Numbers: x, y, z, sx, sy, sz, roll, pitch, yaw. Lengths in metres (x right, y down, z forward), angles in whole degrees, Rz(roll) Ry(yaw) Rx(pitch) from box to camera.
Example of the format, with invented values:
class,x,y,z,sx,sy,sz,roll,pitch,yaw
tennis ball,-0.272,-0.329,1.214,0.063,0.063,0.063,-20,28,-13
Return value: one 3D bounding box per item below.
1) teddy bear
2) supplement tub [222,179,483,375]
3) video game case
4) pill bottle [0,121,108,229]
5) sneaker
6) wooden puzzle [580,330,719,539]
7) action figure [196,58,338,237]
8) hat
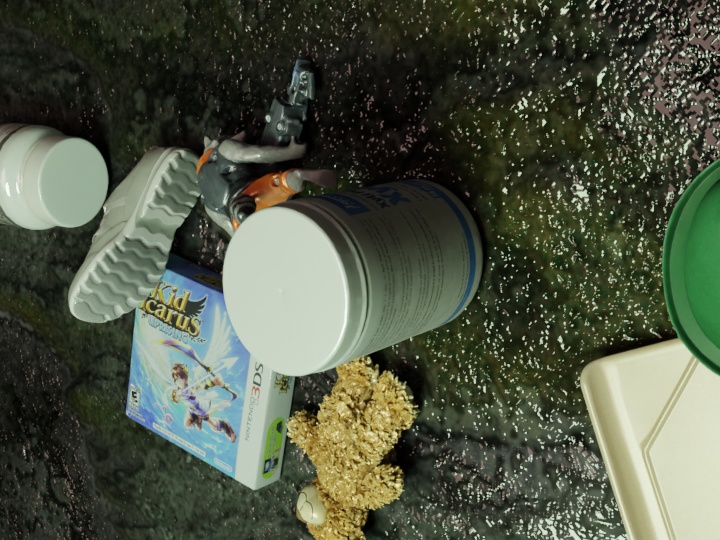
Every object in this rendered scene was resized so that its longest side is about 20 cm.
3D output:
class,x,y,z,sx,sy,sz,roll,pitch,yaw
teddy bear,-0.013,0.169,0.988,0.145,0.066,0.201,48,122,22
supplement tub,0.000,0.000,0.862,0.130,0.199,0.134,7,103,35
video game case,-0.155,0.099,1.095,0.198,0.045,0.184,21,110,32
pill bottle,-0.380,-0.106,1.181,0.198,0.112,0.115,10,105,35
sneaker,-0.233,-0.038,1.085,0.082,0.075,0.201,23,77,46
wooden puzzle,0.280,0.134,0.786,0.198,0.037,0.188,-20,86,33
action figure,-0.095,-0.093,0.966,0.193,0.103,0.203,38,117,54
hat,0.242,-0.022,0.674,0.164,0.175,0.204,4,89,37
